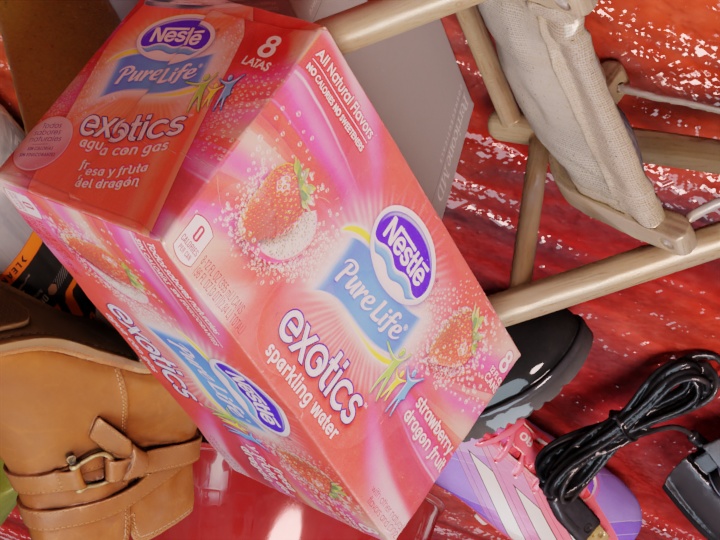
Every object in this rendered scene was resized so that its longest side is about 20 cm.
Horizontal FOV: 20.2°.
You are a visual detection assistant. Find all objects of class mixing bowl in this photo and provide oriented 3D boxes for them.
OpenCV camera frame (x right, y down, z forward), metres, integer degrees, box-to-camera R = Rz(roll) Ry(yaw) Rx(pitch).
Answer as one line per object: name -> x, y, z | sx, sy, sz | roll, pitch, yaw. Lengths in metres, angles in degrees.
mixing bowl -> -0.058, 0.170, 1.133 | 0.199, 0.109, 0.200 | 9, 164, 3

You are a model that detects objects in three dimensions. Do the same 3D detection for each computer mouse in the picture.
computer mouse -> 0.190, 0.137, 1.120 | 0.140, 0.046, 0.200 | -33, 126, 25

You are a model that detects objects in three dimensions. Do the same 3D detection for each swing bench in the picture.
swing bench -> 0.112, -0.082, 0.784 | 0.199, 0.130, 0.199 | -4, 143, 21

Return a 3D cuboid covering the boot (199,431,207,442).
boot -> -0.106, 0.152, 1.296 | 0.174, 0.070, 0.200 | 31, 143, -22

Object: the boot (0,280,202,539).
boot -> -0.161, 0.078, 0.979 | 0.199, 0.074, 0.156 | -10, 123, -23

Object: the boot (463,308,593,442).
boot -> -0.001, 0.000, 1.017 | 0.164, 0.066, 0.200 | -25, 116, 26

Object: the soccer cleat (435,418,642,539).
soccer cleat -> 0.082, 0.104, 1.145 | 0.199, 0.067, 0.076 | 27, 142, -12

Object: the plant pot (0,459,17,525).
plant pot -> -0.283, 0.119, 1.241 | 0.199, 0.201, 0.190 | 32, 133, -24

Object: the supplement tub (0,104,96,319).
supplement tub -> -0.188, 0.008, 1.059 | 0.122, 0.123, 0.200 | -3, 145, 27

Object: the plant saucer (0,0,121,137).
plant saucer -> -0.096, -0.055, 0.875 | 0.048, 0.201, 0.200 | -22, 144, 3

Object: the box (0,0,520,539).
box -> -0.031, 0.000, 0.766 | 0.094, 0.103, 0.200 | 19, 154, 39

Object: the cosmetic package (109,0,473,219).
cosmetic package -> -0.024, -0.093, 0.844 | 0.090, 0.107, 0.200 | 1, 147, 25
